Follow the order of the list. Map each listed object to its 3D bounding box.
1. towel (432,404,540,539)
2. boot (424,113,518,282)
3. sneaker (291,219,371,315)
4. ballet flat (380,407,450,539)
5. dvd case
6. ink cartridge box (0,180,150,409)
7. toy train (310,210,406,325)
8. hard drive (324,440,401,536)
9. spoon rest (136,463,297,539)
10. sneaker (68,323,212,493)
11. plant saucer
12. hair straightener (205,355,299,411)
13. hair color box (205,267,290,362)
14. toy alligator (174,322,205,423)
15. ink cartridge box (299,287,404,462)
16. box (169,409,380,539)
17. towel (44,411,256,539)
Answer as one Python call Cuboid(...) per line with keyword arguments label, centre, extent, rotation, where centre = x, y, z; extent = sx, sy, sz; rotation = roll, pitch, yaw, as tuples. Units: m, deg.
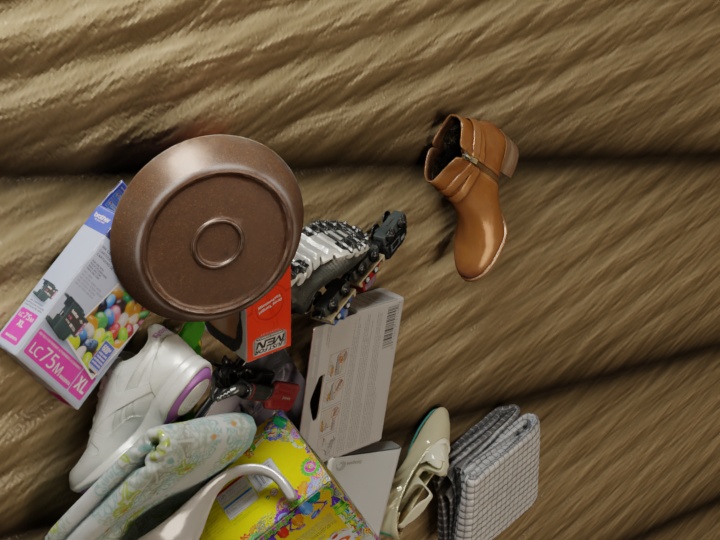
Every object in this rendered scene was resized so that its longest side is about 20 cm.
Cuboid(label="towel", centre=(0.182, 0.311, 2.130), extent=(0.200, 0.085, 0.167), rotation=(-33, 135, -40))
Cuboid(label="boot", centre=(0.133, -0.092, 1.832), extent=(0.155, 0.076, 0.202), rotation=(16, 94, -57))
Cuboid(label="sneaker", centre=(-0.062, 0.002, 1.648), extent=(0.200, 0.066, 0.091), rotation=(-27, 145, -53))
Cuboid(label="ballet flat", centre=(0.083, 0.282, 1.994), extent=(0.201, 0.069, 0.070), rotation=(-56, 144, -16))
Cuboid(label="dvd case", centre=(-0.139, 0.183, 1.687), extent=(0.200, 0.016, 0.149), rotation=(-52, 143, -19))
Cuboid(label="ink cartridge box", centre=(-0.257, 0.024, 1.422), extent=(0.201, 0.042, 0.119), rotation=(-57, 144, -16))
Cuboid(label="toy train", centre=(0.000, 0.000, 1.726), extent=(0.200, 0.034, 0.046), rotation=(-50, 143, -38))
Cuboid(label="hard drive", centre=(-0.021, 0.325, 1.901), extent=(0.131, 0.027, 0.202), rotation=(-1, 110, -43))
Cuboid(label="spoon rest", centre=(-0.168, 0.258, 1.537), extent=(0.199, 0.061, 0.099), rotation=(-25, 169, -3))
Cuboid(label="sneaker", centre=(-0.239, 0.142, 1.492), extent=(0.200, 0.100, 0.075), rotation=(-48, 166, 11))
Cuboid(label="plant saucer", centre=(-0.142, -0.032, 1.407), extent=(0.199, 0.034, 0.202), rotation=(-12, 121, -21))
Cuboid(label="hair straightener", centre=(-0.132, 0.126, 1.587), extent=(0.041, 0.077, 0.200), rotation=(-65, 164, 6))
Cuboid(label="hair color box", centre=(-0.123, -0.018, 1.512), extent=(0.061, 0.101, 0.202), rotation=(-20, 125, -33))
Cuboid(label="toy alligator", centre=(-0.201, 0.130, 1.550), extent=(0.054, 0.059, 0.201), rotation=(5, 118, -8))
Cuboid(label="ink cartridge box", centre=(-0.028, 0.135, 1.781), extent=(0.176, 0.045, 0.202), rotation=(-15, 121, -49))
Cuboid(label="box", centre=(-0.106, 0.302, 1.655), extent=(0.199, 0.122, 0.193), rotation=(-37, 140, -5))
Cuboid(label="towel", centre=(-0.214, 0.222, 1.492), extent=(0.200, 0.048, 0.171), rotation=(-45, 165, 20))
